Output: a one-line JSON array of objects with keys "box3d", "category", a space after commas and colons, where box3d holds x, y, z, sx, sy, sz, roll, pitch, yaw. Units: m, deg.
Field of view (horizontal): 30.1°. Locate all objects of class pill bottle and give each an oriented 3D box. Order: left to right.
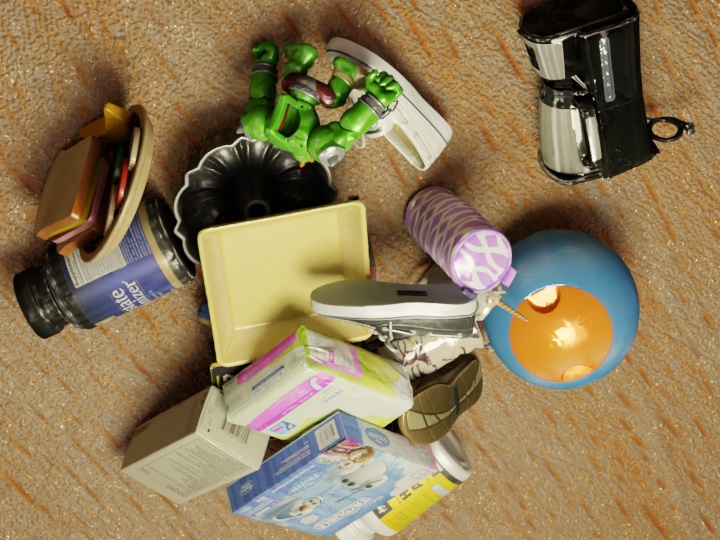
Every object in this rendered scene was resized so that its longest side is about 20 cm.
[{"box3d": [-0.306, 0.001, 1.597, 0.198, 0.112, 0.113, -25, 123, 3], "category": "pill bottle"}, {"box3d": [0.047, 0.296, 1.856, 0.199, 0.112, 0.111, -40, 121, 12], "category": "pill bottle"}]

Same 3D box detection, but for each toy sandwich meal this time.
[{"box3d": [-0.297, -0.102, 1.498, 0.070, 0.206, 0.207, 19, 115, -25], "category": "toy sandwich meal"}]

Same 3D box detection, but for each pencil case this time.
[{"box3d": [0.072, 0.107, 1.767, 0.198, 0.078, 0.090, -26, 137, 3], "category": "pencil case"}, {"box3d": [0.119, -0.040, 1.619, 0.085, 0.200, 0.085, 21, 104, -23], "category": "pencil case"}]

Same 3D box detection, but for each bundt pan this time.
[{"box3d": [-0.130, -0.088, 1.601, 0.199, 0.076, 0.204, -8, 124, -11], "category": "bundt pan"}]

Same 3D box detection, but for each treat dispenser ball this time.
[{"box3d": [0.254, 0.049, 1.702, 0.198, 0.202, 0.203, -6, 122, -9], "category": "treat dispenser ball"}]

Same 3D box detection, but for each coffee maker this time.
[{"box3d": [0.289, -0.231, 1.601, 0.191, 0.134, 0.202, -29, 127, -23], "category": "coffee maker"}]

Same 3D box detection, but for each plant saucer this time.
[{"box3d": [-0.088, 0.007, 1.600, 0.197, 0.049, 0.202, -11, 125, -8], "category": "plant saucer"}]

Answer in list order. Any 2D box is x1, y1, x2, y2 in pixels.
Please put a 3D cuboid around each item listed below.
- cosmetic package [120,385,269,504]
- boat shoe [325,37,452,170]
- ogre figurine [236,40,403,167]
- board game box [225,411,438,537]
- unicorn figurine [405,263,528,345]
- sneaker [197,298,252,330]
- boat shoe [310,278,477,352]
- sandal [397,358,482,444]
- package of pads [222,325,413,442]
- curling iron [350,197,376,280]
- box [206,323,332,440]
[{"box3d": [-0.212, 0.227, 1.719, 0.105, 0.072, 0.199, 35, 141, -24], "category": "cosmetic package"}, {"box3d": [0.020, -0.184, 1.573, 0.202, 0.074, 0.087, 40, 75, -35], "category": "boat shoe"}, {"box3d": [-0.060, -0.185, 1.485, 0.198, 0.098, 0.121, 26, 77, 12], "category": "ogre figurine"}, {"box3d": [-0.035, 0.267, 1.721, 0.199, 0.044, 0.198, -36, 144, 24], "category": "board game box"}, {"box3d": [0.104, 0.034, 1.665, 0.137, 0.200, 0.074, -39, 118, 6], "category": "unicorn figurine"}, {"box3d": [-0.110, 0.022, 1.690, 0.197, 0.075, 0.089, -7, 107, -13], "category": "sneaker"}, {"box3d": [0.038, 0.054, 1.581, 0.196, 0.074, 0.069, -1, 117, -8], "category": "boat shoe"}, {"box3d": [0.100, 0.170, 1.778, 0.053, 0.199, 0.081, 6, 111, 31], "category": "sandal"}, {"box3d": [-0.048, 0.151, 1.656, 0.154, 0.069, 0.199, -36, 139, 29], "category": "package of pads"}, {"box3d": [0.000, 0.000, 1.717, 0.049, 0.026, 0.202, -9, 122, -11], "category": "curling iron"}, {"box3d": [-0.112, 0.149, 1.730, 0.157, 0.050, 0.201, -7, 143, -7], "category": "box"}]
